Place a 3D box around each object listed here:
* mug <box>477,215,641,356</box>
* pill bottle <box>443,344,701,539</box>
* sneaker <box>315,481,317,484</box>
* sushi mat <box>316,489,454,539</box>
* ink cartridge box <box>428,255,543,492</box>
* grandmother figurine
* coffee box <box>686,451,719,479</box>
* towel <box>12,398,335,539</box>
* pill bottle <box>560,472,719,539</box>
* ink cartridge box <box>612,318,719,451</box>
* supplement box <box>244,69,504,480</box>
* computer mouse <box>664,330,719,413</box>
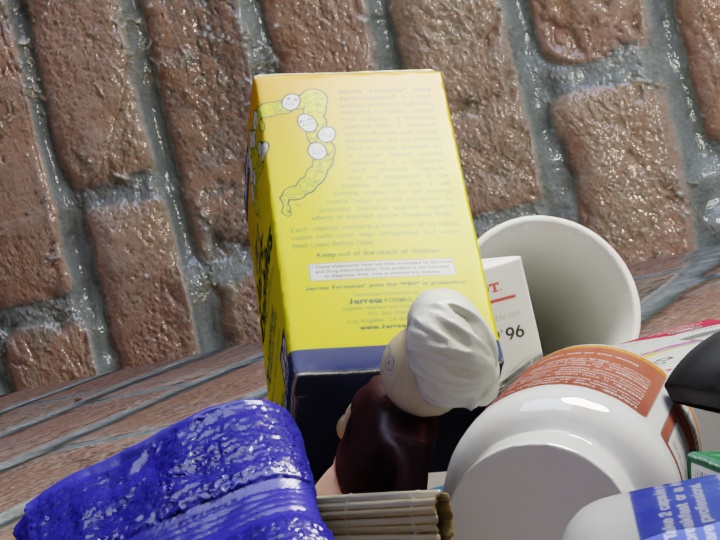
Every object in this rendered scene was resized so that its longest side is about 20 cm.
[{"bbox_3d":[0.124,0.075,1.174,0.133,0.178,0.200,-31,-12,-16],"label":"mug"},{"bbox_3d":[0.102,0.103,0.775,0.112,0.113,0.200,-12,2,17],"label":"pill bottle"},{"bbox_3d":[-0.059,0.138,1.085,0.199,0.076,0.091,1,-6,-25],"label":"sneaker"},{"bbox_3d":[-0.032,0.148,0.710,0.012,0.096,0.199,11,-15,-41],"label":"sushi mat"},{"bbox_3d":[0.048,0.062,0.986,0.115,0.201,0.068,-14,2,-18],"label":"ink cartridge box"},{"bbox_3d":[0.003,0.095,0.731,0.060,0.201,0.121,13,30,-28],"label":"grandmother figurine"},{"bbox_3d":[0.218,0.105,0.645,0.122,0.044,0.200,1,0,-8],"label":"coffee box"},{"bbox_3d":[-0.079,0.132,0.653,0.147,0.050,0.200,-30,29,1],"label":"towel"},{"bbox_3d":[0.121,0.112,0.467,0.199,0.113,0.112,-13,2,8],"label":"pill bottle"},{"bbox_3d":[0.198,0.087,0.976,0.147,0.086,0.200,-14,1,-12],"label":"ink cartridge box"},{"bbox_3d":[0.000,0.000,0.882,0.109,0.201,0.109,-2,-37,-9],"label":"supplement box"},{"bbox_3d":[0.249,0.057,0.782,0.199,0.053,0.138,11,-3,5],"label":"computer mouse"}]
